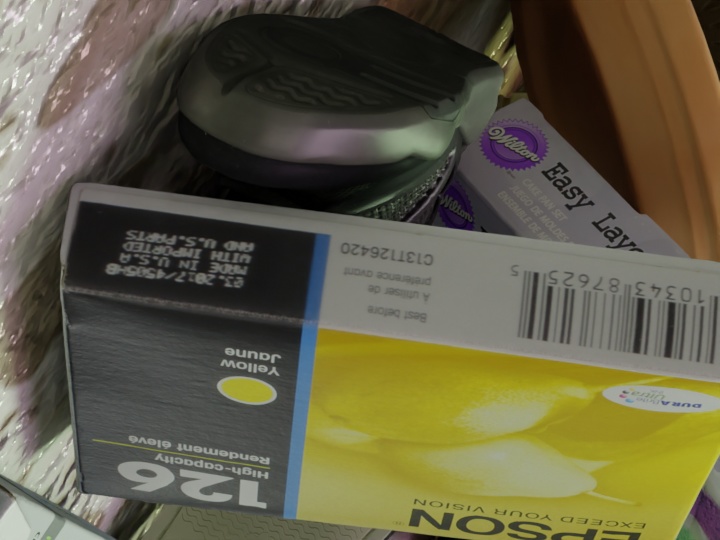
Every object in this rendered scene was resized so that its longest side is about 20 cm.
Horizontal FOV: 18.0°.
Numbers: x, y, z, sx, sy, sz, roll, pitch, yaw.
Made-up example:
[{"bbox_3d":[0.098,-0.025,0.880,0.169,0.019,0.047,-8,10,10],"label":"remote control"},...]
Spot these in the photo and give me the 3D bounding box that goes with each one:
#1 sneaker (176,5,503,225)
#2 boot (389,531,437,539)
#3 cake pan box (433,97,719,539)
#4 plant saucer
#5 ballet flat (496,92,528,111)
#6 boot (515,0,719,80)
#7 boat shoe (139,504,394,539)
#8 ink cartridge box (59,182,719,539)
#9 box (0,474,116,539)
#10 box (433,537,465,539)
[{"bbox_3d":[-0.015,-0.022,0.717,0.114,0.076,0.199,-67,171,12],"label":"sneaker"},{"bbox_3d":[-0.032,0.158,1.070,0.200,0.072,0.166,-59,171,25],"label":"boot"},{"bbox_3d":[0.089,0.060,0.860,0.052,0.200,0.184,-24,146,-27],"label":"cake pan box"},{"bbox_3d":[0.100,-0.059,0.888,0.037,0.201,0.200,-18,160,-4],"label":"plant saucer"},{"bbox_3d":[0.077,-0.044,1.057,0.200,0.069,0.071,28,72,-83],"label":"ballet flat"},{"bbox_3d":[0.180,-0.150,1.027,0.200,0.175,0.066,-42,121,-43],"label":"boot"},{"bbox_3d":[-0.043,0.106,0.887,0.200,0.072,0.068,-44,173,9],"label":"boat shoe"},{"bbox_3d":[0.008,0.049,0.713,0.200,0.197,0.047,97,-1,-59],"label":"ink cartridge box"},{"bbox_3d":[-0.139,0.138,0.707,0.156,0.041,0.200,-56,166,-7],"label":"box"},{"bbox_3d":[0.107,0.086,1.133,0.200,0.086,0.164,-47,-154,40],"label":"box"}]
